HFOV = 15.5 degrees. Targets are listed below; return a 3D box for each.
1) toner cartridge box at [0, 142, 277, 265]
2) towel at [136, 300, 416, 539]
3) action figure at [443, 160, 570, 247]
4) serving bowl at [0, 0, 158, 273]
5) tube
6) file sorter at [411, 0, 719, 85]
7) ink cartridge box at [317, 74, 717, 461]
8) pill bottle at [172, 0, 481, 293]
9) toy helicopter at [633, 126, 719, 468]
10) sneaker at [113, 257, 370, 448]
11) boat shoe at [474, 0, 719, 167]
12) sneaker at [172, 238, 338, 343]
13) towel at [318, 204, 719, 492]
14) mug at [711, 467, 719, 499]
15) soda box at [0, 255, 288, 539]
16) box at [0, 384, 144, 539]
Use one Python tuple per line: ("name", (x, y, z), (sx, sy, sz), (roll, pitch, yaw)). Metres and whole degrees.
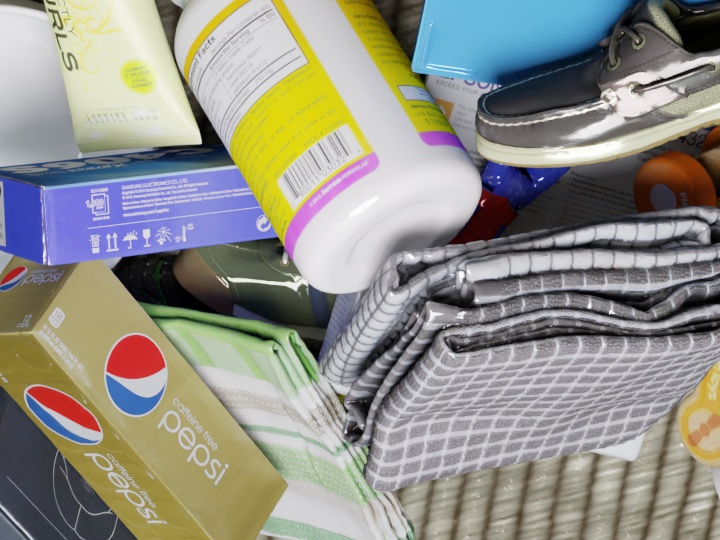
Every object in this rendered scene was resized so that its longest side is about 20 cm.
("toner cartridge box", (-0.094, -0.040, 1.412), (0.199, 0.095, 0.043), (-8, 102, -28))
("towel", (-0.064, 0.093, 1.504), (0.149, 0.031, 0.200), (7, 144, 34))
("action figure", (0.089, -0.046, 1.398), (0.065, 0.099, 0.200), (36, 96, -21))
("serving bowl", (-0.214, -0.066, 1.453), (0.199, 0.066, 0.201), (-9, 122, -14))
("tube", (-0.139, -0.154, 1.365), (0.052, 0.058, 0.201), (-21, 113, -17))
("file sorter", (0.135, -0.174, 1.325), (0.199, 0.123, 0.139), (8, 130, -5))
("ink cartridge box", (0.094, -0.009, 1.481), (0.196, 0.043, 0.201), (15, 99, -19))
("pill bottle", (-0.028, -0.095, 1.349), (0.104, 0.200, 0.104), (-26, 157, -12))
("toy helicopter", (0.214, 0.025, 1.445), (0.132, 0.079, 0.201), (29, 128, 34))
("sneaker", (-0.081, 0.069, 1.569), (0.085, 0.078, 0.200), (-34, 121, 29))
("boat shoe", (0.148, -0.101, 1.266), (0.200, 0.072, 0.066), (-11, 119, 10))
("sneaker", (0.000, 0.000, 1.521), (0.200, 0.067, 0.090), (22, 120, -15))
("towel", (0.092, 0.041, 1.370), (0.199, 0.086, 0.166), (-8, 160, -20))
("mug", (0.300, 0.099, 1.511), (0.175, 0.148, 0.200), (-46, 151, 23))
("soda box", (-0.128, 0.079, 1.459), (0.068, 0.064, 0.200), (-3, 135, 44))
("box", (-0.193, 0.113, 1.526), (0.107, 0.200, 0.149), (-21, 126, 25))
